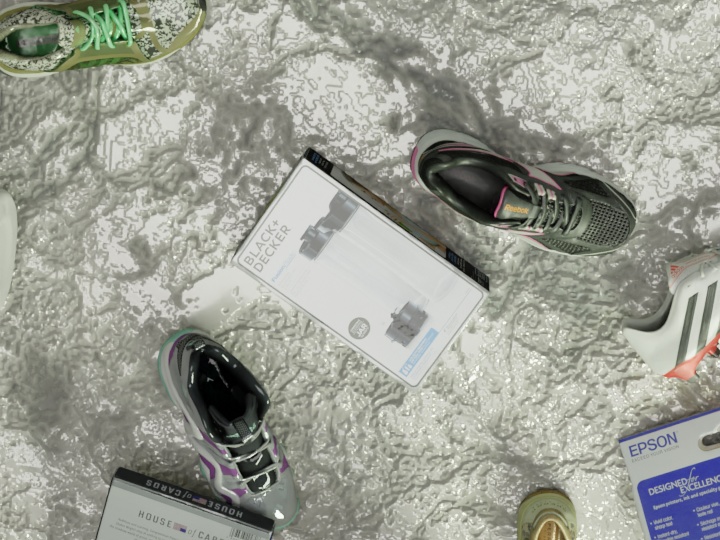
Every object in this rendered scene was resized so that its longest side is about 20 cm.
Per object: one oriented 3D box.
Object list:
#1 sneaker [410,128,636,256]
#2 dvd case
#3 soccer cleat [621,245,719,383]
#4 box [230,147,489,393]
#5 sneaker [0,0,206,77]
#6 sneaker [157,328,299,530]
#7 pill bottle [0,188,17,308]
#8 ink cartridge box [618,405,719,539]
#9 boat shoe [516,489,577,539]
[{"bbox_3d":[0.136,-0.055,1.549,0.199,0.086,0.081,14,105,0],"label":"sneaker"},{"bbox_3d":[-0.172,0.281,1.648,0.149,0.025,0.201,19,120,0],"label":"dvd case"},{"bbox_3d":[0.307,0.006,1.563,0.085,0.069,0.200,37,107,-9],"label":"soccer cleat"},{"bbox_3d":[0.000,0.000,1.583,0.200,0.060,0.117,37,102,-5],"label":"box"},{"bbox_3d":[-0.227,-0.199,1.537,0.199,0.089,0.077,-13,102,6],"label":"sneaker"},{"bbox_3d":[-0.104,0.145,1.577,0.078,0.140,0.201,-35,100,-14],"label":"sneaker"},{"bbox_3d":[-0.405,-0.026,1.576,0.198,0.113,0.114,7,103,2],"label":"pill bottle"},{"bbox_3d":[0.344,0.215,1.586,0.197,0.047,0.201,-20,68,19],"label":"ink cartridge box"},{"bbox_3d":[0.170,0.300,1.640,0.073,0.063,0.201,-8,103,5],"label":"boat shoe"}]
